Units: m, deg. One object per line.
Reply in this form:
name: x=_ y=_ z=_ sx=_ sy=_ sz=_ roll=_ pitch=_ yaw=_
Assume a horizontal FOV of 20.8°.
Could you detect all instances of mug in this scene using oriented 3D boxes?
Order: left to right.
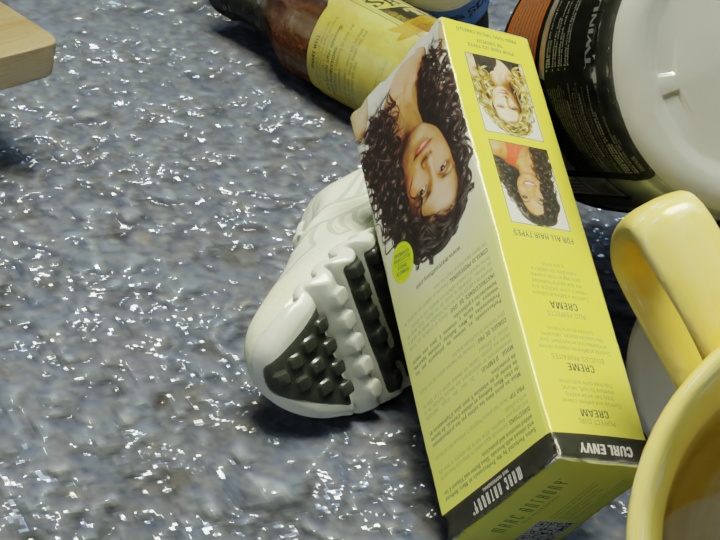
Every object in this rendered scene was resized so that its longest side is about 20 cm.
mug: x=0.156 y=0.073 z=0.646 sx=0.148 sy=0.188 sz=0.153 roll=1 pitch=-7 yaw=3

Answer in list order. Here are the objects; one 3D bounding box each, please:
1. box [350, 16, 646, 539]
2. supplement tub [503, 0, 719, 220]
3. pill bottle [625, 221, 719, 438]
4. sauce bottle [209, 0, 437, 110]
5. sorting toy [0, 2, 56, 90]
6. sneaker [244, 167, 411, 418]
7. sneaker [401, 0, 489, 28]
box: x=0.051 y=0.003 z=0.770 sx=0.050 sy=0.075 sz=0.201 roll=8 pitch=53 yaw=-33
supplement tub: x=0.129 y=-0.084 z=0.828 sx=0.122 sy=0.123 sz=0.200 roll=5 pitch=3 yaw=-11
pill bottle: x=0.198 y=0.009 z=0.850 sx=0.113 sy=0.114 sz=0.200 roll=22 pitch=32 yaw=18
sauce bottle: x=-0.003 y=-0.123 z=1.052 sx=0.200 sy=0.066 sz=0.066 roll=32 pitch=36 yaw=32
sorting toy: x=-0.282 y=-0.095 z=0.912 sx=0.198 sy=0.070 sz=0.199 roll=32 pitch=36 yaw=31
sneaker: x=0.000 y=0.000 z=0.859 sx=0.081 sy=0.076 sz=0.200 roll=1 pitch=28 yaw=32
sneaker: x=-0.008 y=-0.192 z=1.123 sx=0.199 sy=0.111 sz=0.077 roll=33 pitch=76 yaw=18
